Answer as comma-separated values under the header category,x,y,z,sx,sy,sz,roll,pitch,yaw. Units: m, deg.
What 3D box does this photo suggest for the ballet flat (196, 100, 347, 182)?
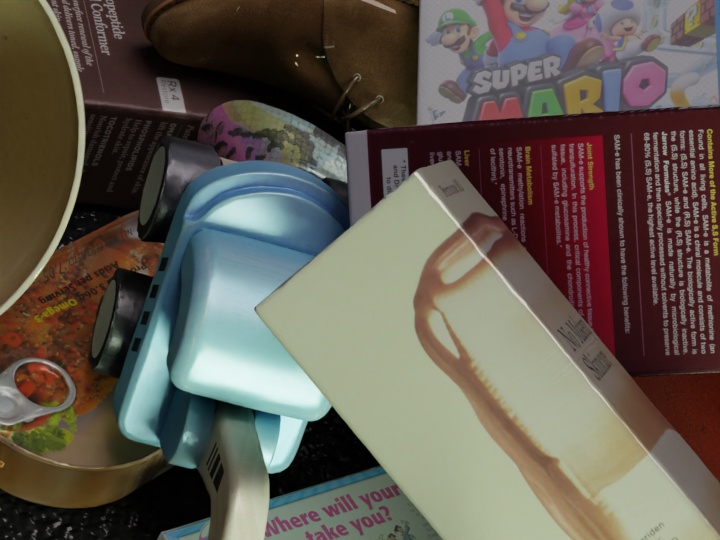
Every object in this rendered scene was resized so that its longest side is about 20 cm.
category,x,y,z,sx,sy,sz,roll,pitch,yaw
ballet flat,0.000,0.000,1.295,0.200,0.069,0.071,41,37,-5

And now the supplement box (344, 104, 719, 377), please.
category,x,y,z,sx,sy,sz,roll,pitch,yaw
supplement box,0.099,-0.011,1.154,0.199,0.109,0.061,-2,3,15

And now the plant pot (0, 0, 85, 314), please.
category,x,y,z,sx,sy,sz,roll,pitch,yaw
plant pot,-0.216,-0.063,1.222,0.200,0.201,0.134,24,4,-4

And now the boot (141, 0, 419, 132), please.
category,x,y,z,sx,sy,sz,roll,pitch,yaw
boot,-0.004,-0.095,1.321,0.199,0.074,0.076,5,66,-9

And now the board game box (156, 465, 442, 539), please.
category,x,y,z,sx,sy,sz,roll,pitch,yaw
board game box,0.021,0.150,1.226,0.200,0.034,0.135,-14,56,-37

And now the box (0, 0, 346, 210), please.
category,x,y,z,sx,sy,sz,roll,pitch,yaw
box,-0.095,-0.085,1.371,0.200,0.075,0.100,6,46,-26

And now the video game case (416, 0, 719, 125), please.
category,x,y,z,sx,sy,sz,roll,pitch,yaw
video game case,0.095,-0.069,1.245,0.143,0.018,0.200,-7,58,14

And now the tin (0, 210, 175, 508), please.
category,x,y,z,sx,sy,sz,roll,pitch,yaw
tin,-0.105,0.038,1.269,0.112,0.042,0.200,41,43,20

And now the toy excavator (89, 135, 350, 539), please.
category,x,y,z,sx,sy,sz,roll,pitch,yaw
toy excavator,-0.054,0.060,1.161,0.100,0.195,0.200,16,15,-15

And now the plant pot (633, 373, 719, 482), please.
category,x,y,z,sx,sy,sz,roll,pitch,yaw
plant pot,0.204,0.073,1.293,0.200,0.176,0.200,0,49,-27

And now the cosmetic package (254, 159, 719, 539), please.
category,x,y,z,sx,sy,sz,roll,pitch,yaw
cosmetic package,0.061,0.060,1.086,0.200,0.087,0.103,50,11,2
